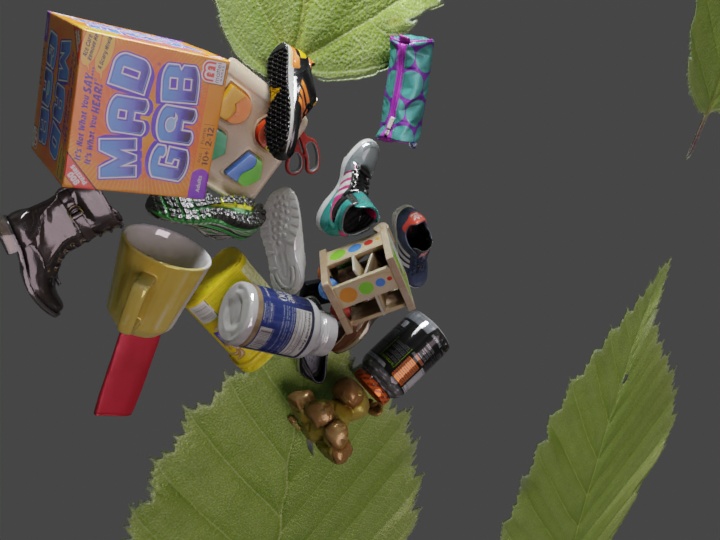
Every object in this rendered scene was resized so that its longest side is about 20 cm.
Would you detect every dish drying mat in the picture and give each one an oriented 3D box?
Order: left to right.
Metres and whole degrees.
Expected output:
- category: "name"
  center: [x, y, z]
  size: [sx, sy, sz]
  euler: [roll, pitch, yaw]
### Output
- category: "dish drying mat"
  center: [-0.410, 0.167, 1.286]
  size: [0.077, 0.018, 0.201]
  euler: [13, 103, -40]

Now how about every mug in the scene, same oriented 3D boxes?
- category: "mug"
  center: [-0.352, 0.026, 1.174]
  size: [0.186, 0.149, 0.154]
  euler: [-8, 129, -61]

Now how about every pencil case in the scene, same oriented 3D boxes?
- category: "pencil case"
  center: [0.083, -0.336, 1.354]
  size: [0.092, 0.085, 0.201]
  euler: [-27, 130, -56]

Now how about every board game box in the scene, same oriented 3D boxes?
- category: "board game box"
  center: [-0.331, -0.232, 1.026]
  size: [0.199, 0.200, 0.201]
  euler: [2, 111, -37]

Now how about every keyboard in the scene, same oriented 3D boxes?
- category: "keyboard"
  center: [-0.038, 0.018, 1.484]
  size: [0.199, 0.040, 0.104]
  euler: [-11, 141, -33]

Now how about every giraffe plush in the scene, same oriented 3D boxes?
- category: "giraffe plush"
  center: [-0.043, 0.296, 1.518]
  size: [0.162, 0.173, 0.200]
  euler: [-37, 164, -25]

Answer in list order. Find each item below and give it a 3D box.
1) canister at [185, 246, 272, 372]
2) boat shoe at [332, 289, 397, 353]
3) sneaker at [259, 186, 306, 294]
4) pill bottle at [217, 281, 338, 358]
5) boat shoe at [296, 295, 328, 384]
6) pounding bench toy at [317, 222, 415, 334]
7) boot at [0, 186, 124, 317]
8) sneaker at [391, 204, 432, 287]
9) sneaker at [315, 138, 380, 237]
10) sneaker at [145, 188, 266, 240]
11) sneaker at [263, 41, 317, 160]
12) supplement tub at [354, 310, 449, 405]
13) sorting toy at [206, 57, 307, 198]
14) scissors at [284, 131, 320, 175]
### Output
- category: "canister"
  center: [-0.222, 0.072, 1.333]
  size: [0.148, 0.086, 0.200]
  euler: [-43, 129, -11]
- category: "boat shoe"
  center: [-0.005, 0.082, 1.502]
  size: [0.074, 0.076, 0.200]
  euler: [38, 101, -24]
- category: "sneaker"
  center: [-0.137, -0.056, 1.348]
  size: [0.080, 0.076, 0.201]
  euler: [-36, 127, -72]
- category: "pill bottle"
  center: [-0.140, 0.094, 1.273]
  size: [0.199, 0.111, 0.111]
  euler: [18, 101, -39]
- category: "boat shoe"
  center: [-0.095, 0.147, 1.467]
  size: [0.074, 0.066, 0.200]
  euler: [-12, 124, -30]
- category: "pounding bench toy"
  center: [0.000, 0.000, 1.387]
  size: [0.155, 0.200, 0.125]
  euler: [-21, 121, 8]
- category: "boot"
  center: [-0.448, -0.041, 1.121]
  size: [0.174, 0.069, 0.201]
  euler: [-29, 124, -21]
- category: "sneaker"
  center: [0.119, -0.038, 1.528]
  size: [0.075, 0.084, 0.201]
  euler: [-31, 127, -21]
- category: "sneaker"
  center: [-0.001, -0.146, 1.362]
  size: [0.083, 0.121, 0.201]
  euler: [23, 97, -40]
- category: "sneaker"
  center: [-0.266, -0.087, 1.228]
  size: [0.199, 0.078, 0.085]
  euler: [12, 141, -26]
- category: "sneaker"
  center: [-0.106, -0.277, 1.214]
  size: [0.090, 0.070, 0.201]
  euler: [9, 75, -42]
- category: "supplement tub"
  center: [0.089, 0.195, 1.596]
  size: [0.200, 0.122, 0.123]
  euler: [-41, 130, -12]
- category: "sorting toy"
  center: [-0.203, -0.225, 1.224]
  size: [0.185, 0.036, 0.201]
  euler: [33, 92, -39]
- category: "scissors"
  center: [-0.114, -0.263, 1.296]
  size: [0.073, 0.014, 0.201]
  euler: [-21, 122, -24]
